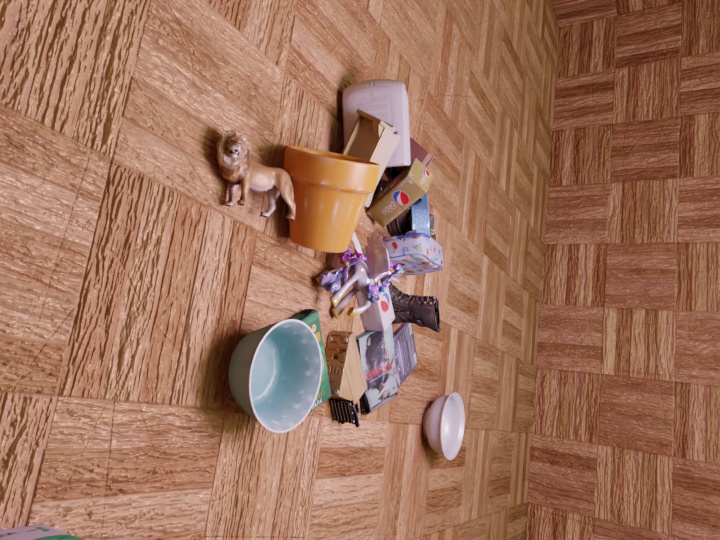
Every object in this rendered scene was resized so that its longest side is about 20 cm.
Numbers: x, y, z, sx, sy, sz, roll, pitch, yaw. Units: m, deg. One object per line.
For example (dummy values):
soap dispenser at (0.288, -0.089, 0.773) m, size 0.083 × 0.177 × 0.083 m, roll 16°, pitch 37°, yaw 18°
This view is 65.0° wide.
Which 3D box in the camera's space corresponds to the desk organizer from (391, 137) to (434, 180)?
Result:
desk organizer at (0.118, -0.274, 1.492) m, size 0.076 × 0.200 × 0.072 m, roll 38°, pitch 81°, yaw -6°

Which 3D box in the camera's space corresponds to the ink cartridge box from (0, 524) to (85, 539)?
ink cartridge box at (-0.405, 0.329, 0.622) m, size 0.199 × 0.157 × 0.052 m, roll 29°, pitch 65°, yaw -55°

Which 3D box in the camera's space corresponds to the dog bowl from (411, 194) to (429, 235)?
dog bowl at (0.171, -0.151, 1.607) m, size 0.202 × 0.048 × 0.114 m, roll -81°, pitch 167°, yaw -59°

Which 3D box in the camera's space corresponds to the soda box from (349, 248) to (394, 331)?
soda box at (0.030, 0.050, 1.437) m, size 0.068 × 0.062 × 0.205 m, roll -42°, pitch 126°, yaw -50°

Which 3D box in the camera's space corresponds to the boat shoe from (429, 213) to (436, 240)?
boat shoe at (0.202, -0.089, 1.722) m, size 0.072 × 0.059 × 0.206 m, roll 53°, pitch 47°, yaw -45°

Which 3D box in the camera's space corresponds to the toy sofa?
toy sofa at (0.003, -0.251, 1.294) m, size 0.097 × 0.082 × 0.204 m, roll 11°, pitch 107°, yaw -55°

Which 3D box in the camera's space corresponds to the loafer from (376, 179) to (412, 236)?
loafer at (0.106, -0.160, 1.550) m, size 0.202 × 0.069 × 0.074 m, roll 59°, pitch 43°, yaw -41°

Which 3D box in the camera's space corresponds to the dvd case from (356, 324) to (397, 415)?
dvd case at (0.043, 0.256, 1.483) m, size 0.144 × 0.022 × 0.206 m, roll -16°, pitch 106°, yaw -49°

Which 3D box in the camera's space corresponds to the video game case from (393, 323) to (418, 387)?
video game case at (0.108, 0.250, 1.614) m, size 0.199 × 0.019 × 0.147 m, roll -36°, pitch 120°, yaw -52°

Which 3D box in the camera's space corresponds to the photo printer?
photo printer at (0.036, -0.348, 1.347) m, size 0.069 × 0.161 × 0.207 m, roll -24°, pitch 111°, yaw -75°

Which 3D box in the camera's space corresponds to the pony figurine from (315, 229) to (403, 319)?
pony figurine at (0.000, 0.000, 1.294) m, size 0.198 × 0.166 × 0.196 m, roll -34°, pitch 126°, yaw -12°

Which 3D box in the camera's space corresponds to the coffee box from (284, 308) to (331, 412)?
coffee box at (-0.124, 0.199, 1.200) m, size 0.122 × 0.043 × 0.206 m, roll -29°, pitch 115°, yaw -54°

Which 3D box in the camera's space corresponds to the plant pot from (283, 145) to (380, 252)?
plant pot at (-0.071, -0.144, 1.165) m, size 0.198 × 0.196 × 0.189 m, roll -12°, pitch 116°, yaw -58°

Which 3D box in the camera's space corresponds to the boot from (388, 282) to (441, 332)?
boot at (0.127, 0.073, 1.492) m, size 0.070 × 0.170 × 0.204 m, roll -54°, pitch 134°, yaw -42°

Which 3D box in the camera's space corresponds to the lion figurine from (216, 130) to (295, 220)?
lion figurine at (-0.187, -0.171, 1.047) m, size 0.198 × 0.071 × 0.126 m, roll 17°, pitch 78°, yaw -50°

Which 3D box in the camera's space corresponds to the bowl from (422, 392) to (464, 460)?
bowl at (0.257, 0.489, 1.799) m, size 0.199 × 0.088 × 0.208 m, roll -1°, pitch 91°, yaw -58°

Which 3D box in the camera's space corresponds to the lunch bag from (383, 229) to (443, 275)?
lunch bag at (0.129, -0.043, 1.516) m, size 0.199 × 0.156 × 0.078 m, roll 29°, pitch 59°, yaw -59°

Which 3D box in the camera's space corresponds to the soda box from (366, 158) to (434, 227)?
soda box at (0.096, -0.189, 1.413) m, size 0.063 × 0.199 × 0.069 m, roll 36°, pitch 54°, yaw -12°

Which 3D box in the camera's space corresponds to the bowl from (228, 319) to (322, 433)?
bowl at (-0.171, 0.191, 1.059) m, size 0.199 × 0.103 × 0.207 m, roll -2°, pitch 93°, yaw -55°

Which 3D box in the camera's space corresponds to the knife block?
knife block at (-0.024, 0.263, 1.350) m, size 0.175 × 0.062 × 0.206 m, roll 35°, pitch 61°, yaw -55°
